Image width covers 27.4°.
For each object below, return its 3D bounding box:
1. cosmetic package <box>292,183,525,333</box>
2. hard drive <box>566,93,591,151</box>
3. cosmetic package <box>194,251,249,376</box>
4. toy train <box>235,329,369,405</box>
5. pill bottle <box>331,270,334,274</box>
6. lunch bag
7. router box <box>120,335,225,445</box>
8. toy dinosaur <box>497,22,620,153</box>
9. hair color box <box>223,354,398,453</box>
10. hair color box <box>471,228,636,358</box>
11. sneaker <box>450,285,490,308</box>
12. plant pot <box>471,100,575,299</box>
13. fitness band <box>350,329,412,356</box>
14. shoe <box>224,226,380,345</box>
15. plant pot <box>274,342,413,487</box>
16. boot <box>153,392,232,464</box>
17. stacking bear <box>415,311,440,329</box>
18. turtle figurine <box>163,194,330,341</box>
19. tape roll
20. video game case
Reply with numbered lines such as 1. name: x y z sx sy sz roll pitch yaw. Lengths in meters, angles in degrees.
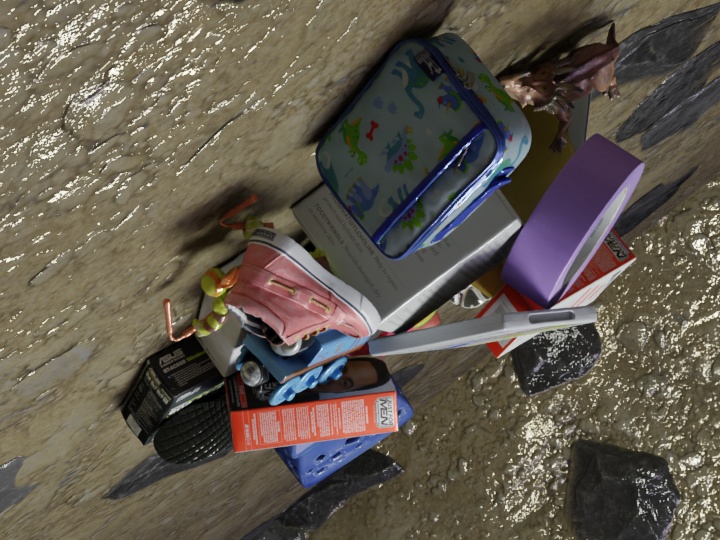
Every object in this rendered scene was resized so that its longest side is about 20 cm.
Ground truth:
1. cosmetic package: 0.063 -0.052 1.670 0.200 0.167 0.167 -37 168 6
2. hard drive: 0.274 -0.158 1.990 0.027 0.133 0.200 9 162 0
3. cosmetic package: -0.128 0.044 1.729 0.101 0.074 0.200 -33 169 -21
4. toy train: -0.062 0.080 1.700 0.114 0.087 0.200 -54 162 26
5. pill bottle: 0.000 0.000 1.826 0.200 0.109 0.109 -39 167 14
6. lunch bag: 0.060 -0.118 1.431 0.082 0.161 0.200 -21 161 -51
7. router box: -0.195 0.129 1.881 0.200 0.062 0.150 -28 164 -35
8. toy dinosaur: 0.253 -0.231 1.742 0.200 0.086 0.136 -39 162 -13
9. hair color box: -0.061 0.159 1.788 0.199 0.062 0.102 -7 -154 -8
10. hair color box: 0.244 0.024 1.864 0.200 0.064 0.111 -25 162 -38
11. sneaker: 0.175 -0.044 2.057 0.083 0.080 0.201 0 108 -84
12. plant pot: 0.183 -0.081 1.871 0.200 0.177 0.200 -32 167 -14
13. fitness band: 0.021 0.036 1.905 0.143 0.037 0.200 -39 -150 15
14. shoe: -0.060 0.042 1.508 0.200 0.071 0.091 41 68 -44
15. plant pot: -0.062 0.161 2.073 0.200 0.200 0.180 -34 162 -6
16. boot: -0.179 0.198 1.893 0.200 0.068 0.131 -30 172 -22
17. stacking bear: 0.064 0.031 2.031 0.113 0.122 0.200 8 179 0
18. turtle figurine: -0.107 0.007 1.548 0.161 0.064 0.200 -1 130 -45
19. tape roll: 0.242 -0.055 1.684 0.200 0.066 0.200 -53 168 -17
20. video game case: 0.141 0.069 1.700 0.199 0.022 0.182 -15 172 42
